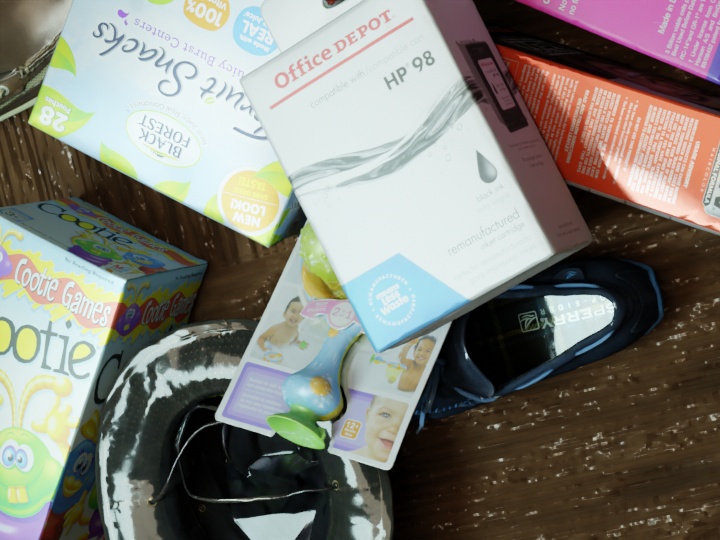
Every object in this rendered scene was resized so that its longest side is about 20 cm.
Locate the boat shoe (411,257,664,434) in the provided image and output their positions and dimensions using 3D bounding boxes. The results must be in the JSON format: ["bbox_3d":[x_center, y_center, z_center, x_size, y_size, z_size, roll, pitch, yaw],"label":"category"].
[{"bbox_3d":[0.067,0.033,1.269,0.199,0.069,0.085,-26,84,26],"label":"boat shoe"}]

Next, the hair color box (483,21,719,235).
[{"bbox_3d":[0.131,-0.077,1.213,0.199,0.101,0.062,21,104,20],"label":"hair color box"}]

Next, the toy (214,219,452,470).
[{"bbox_3d":[0.000,0.000,1.252,0.114,0.047,0.201,13,71,29],"label":"toy"}]

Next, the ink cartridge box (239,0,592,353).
[{"bbox_3d":[0.019,-0.074,1.173,0.115,0.067,0.201,-30,84,25],"label":"ink cartridge box"}]

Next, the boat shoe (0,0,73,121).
[{"bbox_3d":[-0.229,-0.125,1.383,0.202,0.075,0.075,-40,79,22],"label":"boat shoe"}]

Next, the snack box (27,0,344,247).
[{"bbox_3d":[-0.077,-0.140,1.311,0.168,0.068,0.201,26,106,13],"label":"snack box"}]

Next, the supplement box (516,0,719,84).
[{"bbox_3d":[0.132,-0.181,1.202,0.199,0.101,0.104,26,106,20],"label":"supplement box"}]

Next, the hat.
[{"bbox_3d":[-0.059,0.124,1.328,0.199,0.081,0.203,1,95,16],"label":"hat"}]

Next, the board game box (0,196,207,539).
[{"bbox_3d":[-0.186,0.071,1.368,0.104,0.103,0.201,25,105,20],"label":"board game box"}]
